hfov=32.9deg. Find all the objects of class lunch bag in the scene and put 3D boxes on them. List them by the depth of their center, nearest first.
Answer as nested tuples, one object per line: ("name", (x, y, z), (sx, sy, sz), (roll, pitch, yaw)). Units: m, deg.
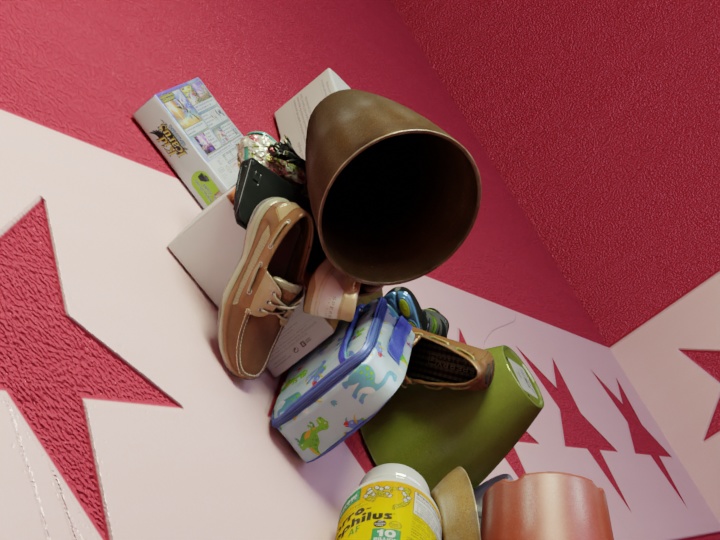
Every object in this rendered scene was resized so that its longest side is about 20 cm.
("lunch bag", (-0.016, 0.117, 1.385), (0.083, 0.160, 0.200), (49, 18, -9))

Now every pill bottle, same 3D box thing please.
("pill bottle", (0.028, 0.284, 1.258), (0.113, 0.112, 0.200), (50, 18, -12))

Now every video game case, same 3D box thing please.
("video game case", (-0.202, -0.161, 1.623), (0.182, 0.045, 0.200), (53, 16, -7))

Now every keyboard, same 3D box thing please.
("keyboard", (-0.073, -0.074, 1.416), (0.199, 0.020, 0.129), (35, 62, -47))

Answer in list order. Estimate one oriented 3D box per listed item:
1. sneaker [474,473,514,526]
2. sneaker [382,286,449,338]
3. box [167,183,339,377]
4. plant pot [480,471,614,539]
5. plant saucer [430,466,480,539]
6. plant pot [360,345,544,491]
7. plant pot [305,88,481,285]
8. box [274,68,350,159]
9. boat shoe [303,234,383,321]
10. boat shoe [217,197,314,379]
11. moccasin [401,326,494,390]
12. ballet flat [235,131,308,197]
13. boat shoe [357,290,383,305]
("sneaker", (0.171, 0.356, 1.537), (0.114, 0.075, 0.201), (54, 36, -18))
("sneaker", (0.071, 0.076, 1.607), (0.084, 0.070, 0.200), (-69, 151, -25))
("box", (-0.116, 0.003, 1.444), (0.201, 0.097, 0.125), (51, 17, -9))
("plant pot", (0.215, 0.349, 1.391), (0.200, 0.199, 0.198), (38, 43, -42))
("plant saucer", (0.096, 0.320, 1.349), (0.200, 0.035, 0.204), (180, -90, -82))
("plant pot", (0.129, 0.188, 1.563), (0.187, 0.199, 0.188), (48, 17, -20))
("plant pot", (0.013, -0.116, 1.363), (0.187, 0.187, 0.201), (40, 12, -37))
("box", (-0.023, -0.185, 2.011), (0.200, 0.130, 0.200), (41, 21, -38))
("boat shoe", (0.000, 0.000, 1.406), (0.068, 0.074, 0.200), (22, 38, 11))
("boat shoe", (-0.100, 0.021, 1.324), (0.075, 0.203, 0.071), (12, 1, -43))
("moccasin", (0.063, 0.110, 1.492), (0.199, 0.075, 0.077), (17, 4, 26))
("ballet flat", (-0.083, -0.094, 1.474), (0.199, 0.075, 0.065), (34, 54, -42))
("boat shoe", (-0.012, 0.020, 1.625), (0.072, 0.064, 0.202), (46, 41, -38))
